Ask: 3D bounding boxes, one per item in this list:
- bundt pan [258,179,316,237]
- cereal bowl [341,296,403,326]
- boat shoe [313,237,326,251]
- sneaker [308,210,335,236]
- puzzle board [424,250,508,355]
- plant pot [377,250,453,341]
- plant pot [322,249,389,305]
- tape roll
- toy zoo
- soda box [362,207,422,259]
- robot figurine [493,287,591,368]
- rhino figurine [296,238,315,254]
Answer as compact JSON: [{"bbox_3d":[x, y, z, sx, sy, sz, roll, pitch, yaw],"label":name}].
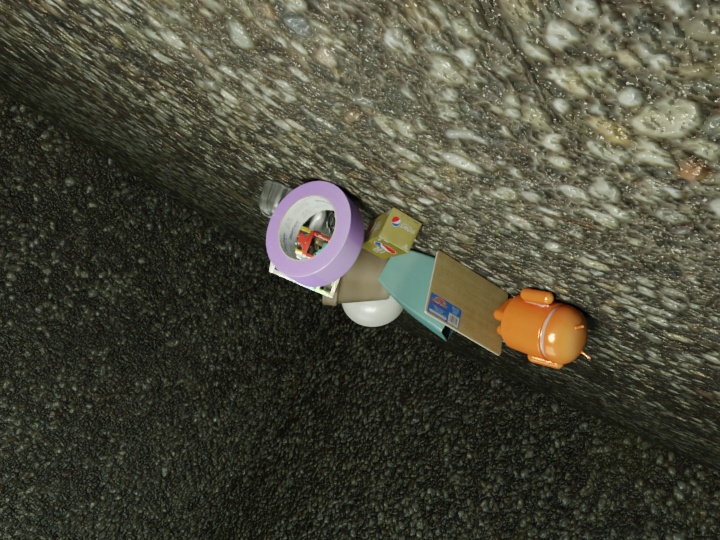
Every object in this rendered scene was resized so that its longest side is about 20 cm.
[{"bbox_3d":[-0.175,-0.146,1.422,0.198,0.077,0.202,27,172,4],"label":"bundt pan"},{"bbox_3d":[0.034,0.048,1.560,0.197,0.202,0.084,23,153,24],"label":"cereal bowl"},{"bbox_3d":[-0.109,-0.082,1.645,0.070,0.066,0.200,25,172,13],"label":"boat shoe"},{"bbox_3d":[-0.063,-0.116,1.287,0.080,0.076,0.200,19,-177,10],"label":"sneaker"},{"bbox_3d":[0.224,0.069,1.168,0.197,0.153,0.017,29,147,-17],"label":"puzzle board"},{"bbox_3d":[0.149,0.043,1.305,0.198,0.143,0.141,31,174,20],"label":"plant pot"},{"bbox_3d":[0.000,0.000,1.448,0.169,0.206,0.200,9,173,-1],"label":"plant pot"},{"bbox_3d":[-0.092,-0.073,1.119,0.197,0.204,0.066,22,171,33],"label":"tape roll"},{"bbox_3d":[-0.134,-0.033,1.337,0.196,0.134,0.020,23,-177,0],"label":"toy zoo"},{"bbox_3d":[0.056,-0.071,1.135,0.067,0.065,0.200,28,173,-9],"label":"soda box"},{"bbox_3d":[0.358,0.115,1.097,0.115,0.148,0.198,12,-177,-37],"label":"robot figurine"},{"bbox_3d":[-0.188,-0.114,1.563,0.201,0.059,0.088,53,161,28],"label":"rhino figurine"}]
